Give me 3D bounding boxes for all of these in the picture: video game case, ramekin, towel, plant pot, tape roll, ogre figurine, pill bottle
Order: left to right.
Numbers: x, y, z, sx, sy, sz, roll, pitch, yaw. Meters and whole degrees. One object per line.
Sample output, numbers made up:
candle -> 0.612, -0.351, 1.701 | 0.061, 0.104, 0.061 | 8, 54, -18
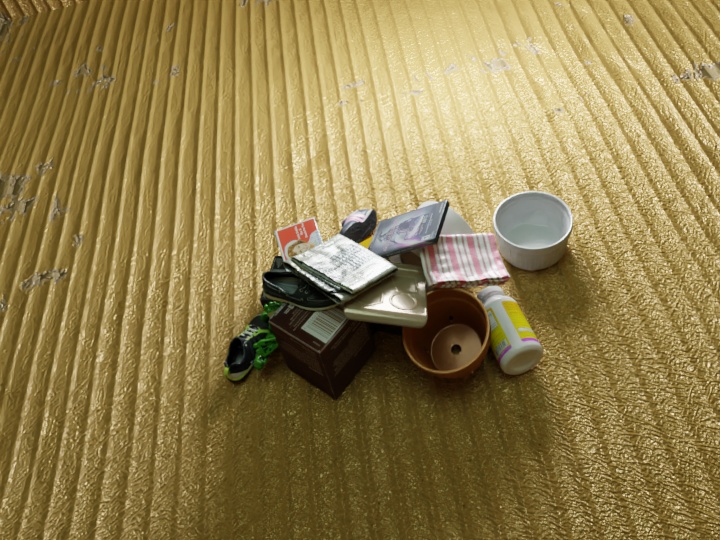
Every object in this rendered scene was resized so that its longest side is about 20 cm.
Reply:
ogre figurine -> -0.202, 0.137, 1.710 | 0.096, 0.120, 0.204 | 6, 96, 5
towel -> -0.044, -0.012, 1.575 | 0.191, 0.035, 0.199 | 32, 41, 29
video game case -> 0.108, -0.091, 1.656 | 0.197, 0.019, 0.144 | -15, 36, 34
tape roll -> 0.180, -0.050, 1.756 | 0.201, 0.204, 0.139 | 33, 63, 33
plant pot -> 0.207, 0.158, 1.598 | 0.196, 0.140, 0.204 | -9, 62, 17
towel -> 0.233, -0.028, 1.612 | 0.196, 0.030, 0.148 | -2, 51, -13
pill bottle -> 0.337, 0.133, 1.633 | 0.102, 0.105, 0.202 | -18, 49, -3
ramekin -> 0.439, -0.095, 1.800 | 0.196, 0.106, 0.203 | -6, 50, 7

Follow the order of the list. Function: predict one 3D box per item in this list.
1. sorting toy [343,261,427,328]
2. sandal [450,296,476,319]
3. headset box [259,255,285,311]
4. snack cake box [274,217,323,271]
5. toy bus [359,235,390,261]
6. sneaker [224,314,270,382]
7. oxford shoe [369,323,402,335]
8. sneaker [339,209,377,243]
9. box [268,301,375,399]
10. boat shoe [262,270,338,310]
sorting toy -> 0.057, 0.052, 1.574 | 0.181, 0.037, 0.202 | 7, 37, -1
sandal -> 0.211, 0.081, 1.693 | 0.198, 0.075, 0.048 | -8, 46, 43
headset box -> -0.143, 0.044, 1.831 | 0.196, 0.078, 0.151 | 3, 51, 13
snack cake box -> -0.141, -0.032, 1.799 | 0.113, 0.068, 0.202 | -20, 49, -2
toy bus -> 0.040, -0.045, 1.862 | 0.198, 0.079, 0.065 | -29, 50, -12
sneaker -> -0.279, 0.182, 1.741 | 0.070, 0.084, 0.202 | 8, 53, 18
oxford shoe -> 0.068, 0.114, 1.733 | 0.196, 0.072, 0.072 | 1, 47, 15
sneaker -> -0.026, -0.112, 1.915 | 0.081, 0.072, 0.200 | 2, 21, 26
box -> -0.086, 0.154, 1.645 | 0.163, 0.202, 0.166 | 26, 59, 29
boat shoe -> -0.134, 0.035, 1.579 | 0.196, 0.067, 0.075 | 13, 53, 21
